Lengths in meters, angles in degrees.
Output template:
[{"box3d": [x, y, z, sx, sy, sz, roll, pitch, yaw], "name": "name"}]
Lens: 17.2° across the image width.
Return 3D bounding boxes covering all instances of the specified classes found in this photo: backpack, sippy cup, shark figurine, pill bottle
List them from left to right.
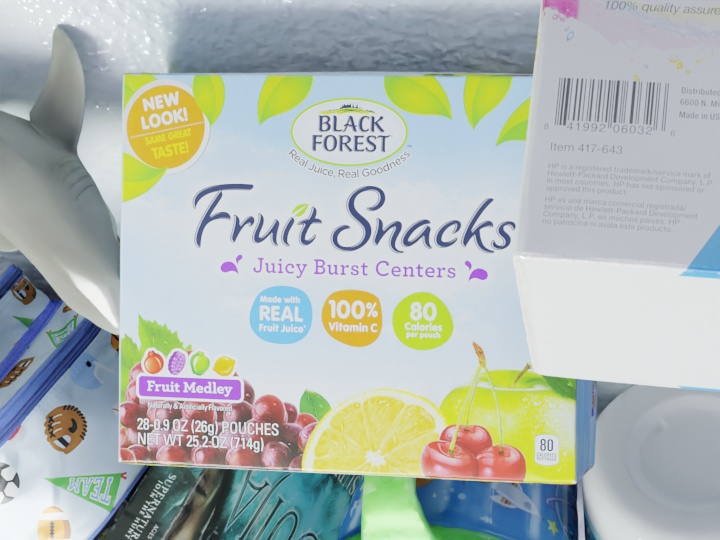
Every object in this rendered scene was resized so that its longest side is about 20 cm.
[{"box3d": [-0.198, -0.044, 1.060, 0.214, 0.089, 0.129, 9, 105, 37], "name": "shark figurine"}, {"box3d": [-0.164, 0.085, 1.158, 0.190, 0.200, 0.154, -31, 112, 38], "name": "backpack"}, {"box3d": [0.051, 0.125, 1.174, 0.139, 0.131, 0.178, 17, 142, -5], "name": "sippy cup"}, {"box3d": [0.168, 0.148, 1.187, 0.110, 0.111, 0.200, 4, 142, 11], "name": "pill bottle"}]

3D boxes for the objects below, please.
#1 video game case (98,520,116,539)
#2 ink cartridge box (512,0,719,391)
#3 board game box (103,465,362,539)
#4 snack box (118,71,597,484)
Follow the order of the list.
[{"box3d": [-0.084, 0.200, 1.295, 0.200, 0.182, 0.023, 32, 96, -23], "name": "video game case"}, {"box3d": [0.132, -0.070, 0.871, 0.128, 0.201, 0.125, 5, 159, 10], "name": "ink cartridge box"}, {"box3d": [-0.049, 0.116, 1.151, 0.028, 0.136, 0.200, 26, 166, 24], "name": "board game box"}, {"box3d": [0.000, 0.000, 1.008, 0.199, 0.170, 0.068, 2, -177, 13], "name": "snack box"}]
